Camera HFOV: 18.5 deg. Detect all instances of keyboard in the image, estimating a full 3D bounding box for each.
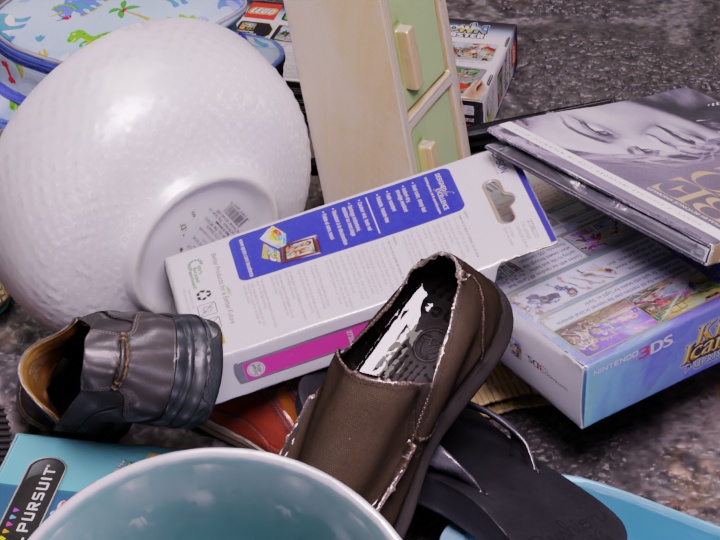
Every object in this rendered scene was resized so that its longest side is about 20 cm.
[{"bbox_3d":[0.070,-0.081,1.373,0.199,0.021,0.127,-8,5,38],"label":"keyboard"}]

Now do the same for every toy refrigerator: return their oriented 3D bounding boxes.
[{"bbox_3d":[0.012,-0.119,1.249,0.070,0.201,0.076,7,35,27],"label":"toy refrigerator"}]

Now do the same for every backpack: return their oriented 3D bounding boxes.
[{"bbox_3d":[-0.162,-0.108,1.385,0.199,0.148,0.183,11,33,26],"label":"backpack"}]

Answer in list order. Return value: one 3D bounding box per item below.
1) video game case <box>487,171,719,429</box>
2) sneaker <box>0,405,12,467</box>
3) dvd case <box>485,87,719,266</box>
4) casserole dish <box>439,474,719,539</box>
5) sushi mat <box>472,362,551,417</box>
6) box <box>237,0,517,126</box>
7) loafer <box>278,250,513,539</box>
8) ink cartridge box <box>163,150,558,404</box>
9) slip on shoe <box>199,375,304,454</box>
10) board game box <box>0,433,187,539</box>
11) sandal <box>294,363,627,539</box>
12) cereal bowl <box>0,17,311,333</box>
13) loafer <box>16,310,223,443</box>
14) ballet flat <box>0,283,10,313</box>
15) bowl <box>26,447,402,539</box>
[{"bbox_3d":[0.142,-0.009,1.220,0.199,0.046,0.181,-22,39,-27],"label":"video game case"},{"bbox_3d":[-0.283,0.116,1.151,0.199,0.071,0.093,-30,25,-31],"label":"sneaker"},{"bbox_3d":[0.183,-0.056,1.204,0.148,0.016,0.199,31,29,32],"label":"dvd case"},{"bbox_3d":[0.130,0.164,1.060,0.199,0.039,0.121,19,39,27],"label":"casserole dish"},{"bbox_3d":[0.074,0.019,1.298,0.095,0.012,0.200,-9,35,-10],"label":"sushi mat"},{"bbox_3d":[0.000,-0.138,1.515,0.198,0.035,0.110,7,35,15],"label":"box"},{"bbox_3d":[-0.001,0.070,1.045,0.073,0.071,0.201,18,65,30],"label":"loafer"},{"bbox_3d":[0.000,0.000,1.162,0.199,0.037,0.095,-20,39,-1],"label":"ink cartridge box"},{"bbox_3d":[-0.021,0.072,1.186,0.199,0.062,0.074,21,39,28],"label":"slip on shoe"},{"bbox_3d":[-0.095,0.151,1.086,0.198,0.047,0.151,4,33,10],"label":"board game box"},{"bbox_3d":[0.052,0.089,1.094,0.199,0.043,0.076,28,41,33],"label":"sandal"},{"bbox_3d":[-0.107,-0.034,1.228,0.199,0.201,0.083,-22,45,-26],"label":"cereal bowl"},{"bbox_3d":[-0.143,0.050,1.143,0.072,0.073,0.200,11,-15,-28],"label":"loafer"},{"bbox_3d":[-0.285,-0.033,1.355,0.199,0.066,0.070,27,44,36],"label":"ballet flat"},{"bbox_3d":[-0.056,0.187,0.942,0.199,0.105,0.202,-3,68,8],"label":"bowl"}]
